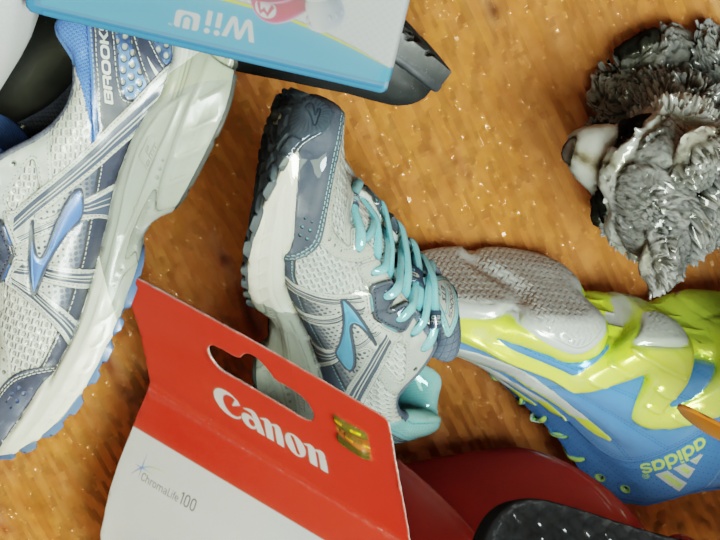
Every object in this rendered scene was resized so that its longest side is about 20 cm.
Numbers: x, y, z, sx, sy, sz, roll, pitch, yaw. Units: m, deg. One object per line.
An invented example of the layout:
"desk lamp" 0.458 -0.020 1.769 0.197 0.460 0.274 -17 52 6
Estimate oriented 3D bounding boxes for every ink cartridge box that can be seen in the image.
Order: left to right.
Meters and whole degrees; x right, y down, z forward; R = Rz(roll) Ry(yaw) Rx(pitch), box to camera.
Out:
"ink cartridge box" -0.046 0.115 1.174 0.047 0.160 0.201 -37 137 -31

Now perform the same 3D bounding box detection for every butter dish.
"butter dish" 0.089 0.158 1.227 0.147 0.199 0.201 -19 111 -15

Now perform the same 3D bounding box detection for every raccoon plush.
"raccoon plush" 0.178 -0.046 1.186 0.199 0.134 0.097 -5 112 -8

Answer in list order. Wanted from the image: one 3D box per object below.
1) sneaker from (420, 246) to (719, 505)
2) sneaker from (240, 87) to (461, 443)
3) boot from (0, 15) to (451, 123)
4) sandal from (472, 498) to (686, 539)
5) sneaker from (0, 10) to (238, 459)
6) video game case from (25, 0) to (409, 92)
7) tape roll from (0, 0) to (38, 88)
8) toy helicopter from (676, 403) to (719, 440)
"sneaker" 0.097 0.056 1.245 0.199 0.076 0.106 11 116 -8
"sneaker" 0.000 0.000 1.149 0.086 0.078 0.201 5 143 6
"boot" -0.082 -0.053 1.175 0.164 0.066 0.200 34 100 -13
"sandal" 0.126 0.140 1.129 0.199 0.045 0.076 21 70 -19
"sneaker" -0.125 -0.021 1.122 0.085 0.077 0.201 23 104 -13
"video game case" -0.038 -0.169 1.023 0.142 0.018 0.201 12 122 -2
"tape roll" -0.231 -0.102 1.056 0.201 0.139 0.204 7 124 10
"toy helicopter" 0.202 0.048 1.099 0.132 0.200 0.079 -46 118 9
